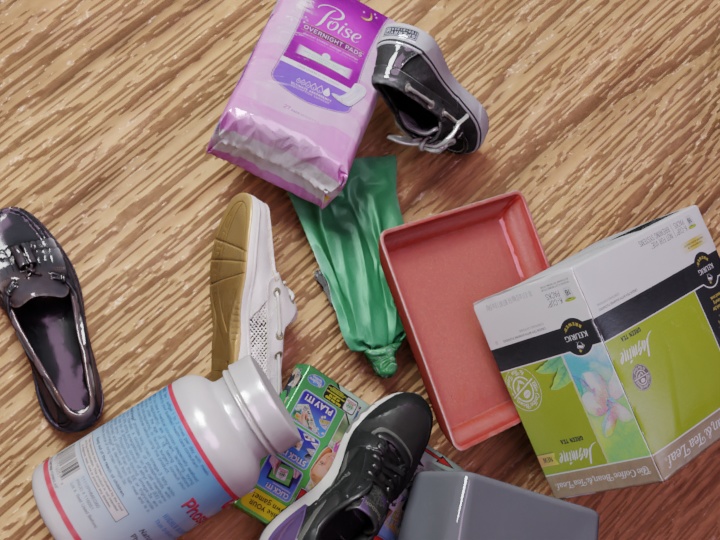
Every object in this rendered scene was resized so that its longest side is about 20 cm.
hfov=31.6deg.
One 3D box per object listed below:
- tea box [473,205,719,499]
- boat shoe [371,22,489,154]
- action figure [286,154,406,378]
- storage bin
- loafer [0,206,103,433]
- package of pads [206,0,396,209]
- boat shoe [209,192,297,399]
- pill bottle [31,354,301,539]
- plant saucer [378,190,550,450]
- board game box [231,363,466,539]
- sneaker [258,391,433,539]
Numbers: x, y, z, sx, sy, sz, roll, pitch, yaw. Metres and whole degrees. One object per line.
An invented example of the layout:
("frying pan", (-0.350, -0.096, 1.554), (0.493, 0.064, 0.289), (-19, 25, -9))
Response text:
("tea box", (0.241, 0.073, 1.146), (0.200, 0.133, 0.197), (-22, 88, -40))
("boat shoe", (0.061, -0.141, 1.139), (0.073, 0.199, 0.068), (12, 74, 22))
("action figure", (0.000, 0.000, 1.153), (0.118, 0.055, 0.201), (-10, 80, -21))
("storage bin", (0.120, 0.253, 1.088), (0.199, 0.145, 0.135), (20, 72, -28))
("loafer", (-0.259, 0.036, 1.058), (0.072, 0.063, 0.201), (-20, 87, -20))
("package of pads", (-0.045, -0.160, 1.123), (0.120, 0.076, 0.201), (27, 53, -9))
("boat shoe", (-0.090, 0.034, 1.113), (0.069, 0.071, 0.201), (1, 94, -30))
("pill bottle", (-0.153, 0.155, 1.023), (0.200, 0.109, 0.109), (-32, 91, -2))
("plant saucer", (0.108, 0.042, 1.161), (0.199, 0.037, 0.201), (-18, 88, -42))
("board game box", (-0.005, 0.191, 1.114), (0.200, 0.029, 0.135), (35, 71, -21))
("sneaker", (0.007, 0.186, 1.054), (0.076, 0.087, 0.200), (47, 68, -17))
